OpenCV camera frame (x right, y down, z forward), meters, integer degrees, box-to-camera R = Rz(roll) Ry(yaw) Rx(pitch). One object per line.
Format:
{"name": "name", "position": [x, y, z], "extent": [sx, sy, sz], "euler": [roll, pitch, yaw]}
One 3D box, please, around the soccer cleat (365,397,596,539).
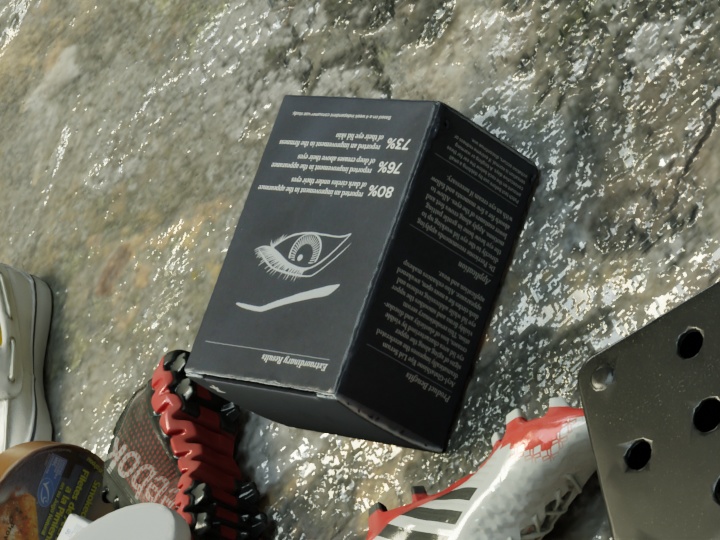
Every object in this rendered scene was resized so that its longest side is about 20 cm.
{"name": "soccer cleat", "position": [0.082, 0.143, 1.458], "extent": [0.200, 0.069, 0.085], "euler": [-33, 56, 32]}

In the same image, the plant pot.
{"name": "plant pot", "position": [0.222, 0.101, 1.251], "extent": [0.200, 0.177, 0.200], "euler": [-32, 48, 27]}

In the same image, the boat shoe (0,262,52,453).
{"name": "boat shoe", "position": [-0.268, 0.080, 1.841], "extent": [0.071, 0.070, 0.200], "euler": [-23, 52, 35]}

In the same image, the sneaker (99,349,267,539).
{"name": "sneaker", "position": [-0.119, 0.149, 1.649], "extent": [0.098, 0.071, 0.201], "euler": [-38, 43, 23]}

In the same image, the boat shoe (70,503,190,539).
{"name": "boat shoe", "position": [-0.174, 0.226, 1.575], "extent": [0.200, 0.070, 0.071], "euler": [-43, 42, 6]}

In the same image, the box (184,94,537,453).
{"name": "box", "position": [0.000, 0.000, 1.590], "extent": [0.148, 0.104, 0.200], "euler": [8, 74, 47]}

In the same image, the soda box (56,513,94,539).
{"name": "soda box", "position": [-0.194, 0.267, 1.656], "extent": [0.064, 0.068, 0.200], "euler": [21, 82, 49]}

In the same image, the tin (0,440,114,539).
{"name": "tin", "position": [-0.228, 0.210, 1.693], "extent": [0.042, 0.112, 0.200], "euler": [6, 71, 55]}
